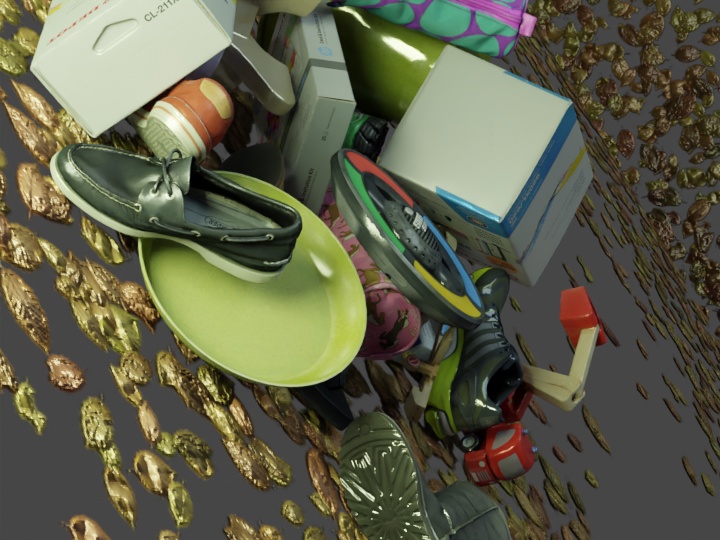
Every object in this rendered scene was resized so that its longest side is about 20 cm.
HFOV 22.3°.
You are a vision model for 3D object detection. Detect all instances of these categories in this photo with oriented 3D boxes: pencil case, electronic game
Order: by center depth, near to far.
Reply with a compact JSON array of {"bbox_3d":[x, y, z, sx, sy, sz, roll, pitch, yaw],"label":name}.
[{"bbox_3d":[0.043,-0.028,1.627,0.200,0.042,0.200,46,15,-16],"label":"electronic game"},{"bbox_3d":[0.000,0.000,1.679,0.087,0.083,0.200,45,14,-30],"label":"pencil case"},{"bbox_3d":[0.065,-0.268,1.757,0.199,0.086,0.092,14,4,-27],"label":"pencil case"}]

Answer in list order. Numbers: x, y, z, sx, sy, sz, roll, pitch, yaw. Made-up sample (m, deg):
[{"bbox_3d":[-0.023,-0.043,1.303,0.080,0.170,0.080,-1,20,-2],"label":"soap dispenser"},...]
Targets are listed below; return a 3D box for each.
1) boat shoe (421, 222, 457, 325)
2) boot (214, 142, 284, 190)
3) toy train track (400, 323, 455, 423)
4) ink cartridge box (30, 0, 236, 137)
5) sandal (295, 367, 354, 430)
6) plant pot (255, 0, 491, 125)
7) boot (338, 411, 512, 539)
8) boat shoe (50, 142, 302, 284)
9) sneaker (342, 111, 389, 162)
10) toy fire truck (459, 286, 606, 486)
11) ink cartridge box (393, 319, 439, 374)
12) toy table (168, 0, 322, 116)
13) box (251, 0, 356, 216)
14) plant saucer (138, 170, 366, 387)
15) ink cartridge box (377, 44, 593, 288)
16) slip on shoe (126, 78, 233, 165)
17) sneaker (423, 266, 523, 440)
[{"bbox_3d":[0.050,-0.001,1.759,0.059,0.072,0.200,42,23,-11],"label":"boat shoe"},{"bbox_3d":[-0.091,-0.032,1.567,0.201,0.073,0.076,-90,159,-49],"label":"boot"},{"bbox_3d":[0.064,0.063,1.729,0.032,0.115,0.201,22,41,-1],"label":"toy train track"},{"bbox_3d":[-0.179,-0.215,1.492,0.083,0.145,0.200,50,19,-25],"label":"ink cartridge box"},{"bbox_3d":[-0.044,0.047,1.572,0.076,0.043,0.201,37,26,-48],"label":"sandal"},{"bbox_3d":[0.028,-0.241,1.906,0.192,0.201,0.200,33,9,21],"label":"plant pot"},{"bbox_3d":[0.063,0.197,1.554,0.200,0.072,0.183,-11,83,-65],"label":"boot"},{"bbox_3d":[-0.132,-0.056,1.373,0.198,0.066,0.075,28,41,-16],"label":"boat shoe"},{"bbox_3d":[-0.020,-0.135,1.875,0.085,0.078,0.200,25,-7,3],"label":"sneaker"},{"bbox_3d":[0.173,0.116,1.820,0.201,0.140,0.049,-85,153,-44],"label":"toy fire truck"},{"bbox_3d":[0.031,0.010,1.849,0.200,0.040,0.201,26,35,-59],"label":"ink cartridge box"},{"bbox_3d":[-0.122,-0.228,1.664,0.117,0.183,0.201,22,53,-36],"label":"toy table"},{"bbox_3d":[-0.056,-0.157,1.730,0.041,0.157,0.201,8,39,-16],"label":"box"},{"bbox_3d":[-0.088,0.011,1.424,0.199,0.031,0.201,20,47,-23],"label":"plant saucer"},{"bbox_3d":[0.131,-0.100,1.842,0.147,0.145,0.200,26,-11,22],"label":"ink cartridge box"},{"bbox_3d":[-0.142,-0.118,1.472,0.074,0.061,0.200,50,-11,-9],"label":"slip on shoe"},{"bbox_3d":[0.125,0.082,1.797,0.074,0.080,0.201,63,36,-47],"label":"sneaker"}]
